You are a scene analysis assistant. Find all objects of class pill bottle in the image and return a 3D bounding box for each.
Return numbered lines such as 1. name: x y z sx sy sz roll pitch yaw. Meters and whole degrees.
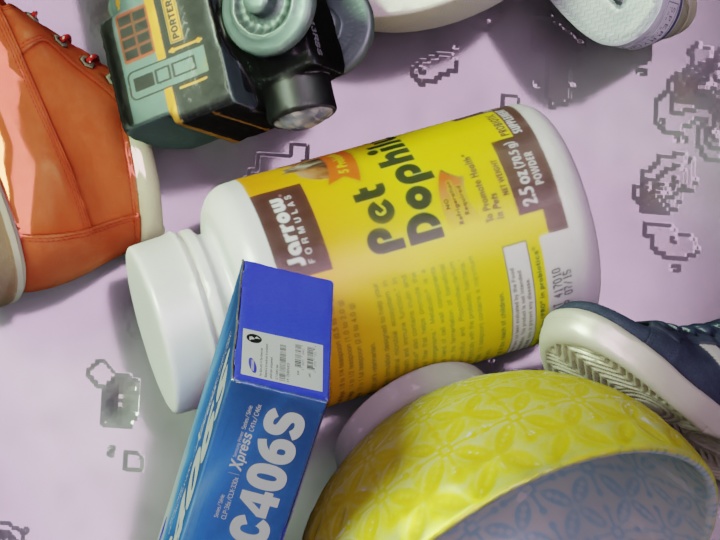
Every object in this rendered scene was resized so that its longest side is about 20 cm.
1. pill bottle: 0.000 0.000 1.273 0.199 0.109 0.110 -16 85 -12

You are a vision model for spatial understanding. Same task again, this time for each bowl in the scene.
1. bowl: 0.046 0.106 1.246 0.199 0.201 0.108 -25 57 -12

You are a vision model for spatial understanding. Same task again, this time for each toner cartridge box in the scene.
1. toner cartridge box: -0.058 0.105 1.203 0.043 0.095 0.201 15 119 -6

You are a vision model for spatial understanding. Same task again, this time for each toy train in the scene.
1. toy train: -0.069 -0.150 1.262 0.113 0.085 0.201 -20 77 23

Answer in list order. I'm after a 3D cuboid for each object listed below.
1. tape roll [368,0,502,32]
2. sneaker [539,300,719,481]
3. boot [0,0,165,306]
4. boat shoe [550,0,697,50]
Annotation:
1. tape roll: 0.016 -0.211 1.305 0.201 0.037 0.205 -2 81 15
2. sneaker: 0.162 0.042 1.292 0.199 0.075 0.085 30 72 -37
3. boot: -0.156 -0.089 1.287 0.107 0.075 0.201 -16 85 -23
4. boat shoe: 0.083 -0.180 1.339 0.072 0.062 0.201 -41 73 19
